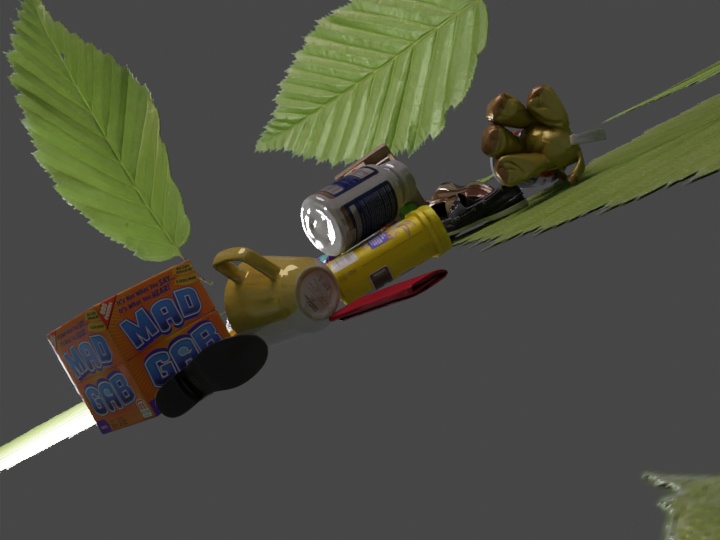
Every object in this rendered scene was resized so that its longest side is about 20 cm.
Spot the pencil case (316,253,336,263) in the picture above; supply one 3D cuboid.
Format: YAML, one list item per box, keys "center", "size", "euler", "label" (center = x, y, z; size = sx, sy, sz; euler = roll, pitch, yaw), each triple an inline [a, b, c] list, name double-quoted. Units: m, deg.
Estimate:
- center: [-0.113, 0.015, 1.712]
  size: [0.199, 0.086, 0.092]
  euler: [-26, -22, 35]
  label: "pencil case"

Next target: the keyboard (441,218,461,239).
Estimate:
- center: [0.158, -0.068, 1.440]
  size: [0.104, 0.040, 0.200]
  euler: [1, 18, 28]
  label: "keyboard"

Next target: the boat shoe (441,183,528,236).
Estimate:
- center: [0.199, -0.113, 1.312]
  size: [0.199, 0.066, 0.074]
  euler: [-20, 10, 29]
  label: "boat shoe"

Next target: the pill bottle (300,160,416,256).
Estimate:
- center: [0.002, -0.116, 1.256]
  size: [0.200, 0.111, 0.111]
  euler: [-34, 7, -34]
  label: "pill bottle"

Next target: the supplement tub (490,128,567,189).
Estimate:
- center: [0.342, -0.228, 1.451]
  size: [0.122, 0.123, 0.200]
  euler: [-28, 5, -3]
  label: "supplement tub"

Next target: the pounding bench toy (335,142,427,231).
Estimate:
- center: [0.065, -0.119, 1.449]
  size: [0.124, 0.200, 0.156]
  euler: [-34, 33, 5]
  label: "pounding bench toy"

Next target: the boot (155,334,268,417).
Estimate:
- center: [-0.206, 0.134, 1.077]
  size: [0.199, 0.069, 0.174]
  euler: [-30, 5, 13]
  label: "boot"

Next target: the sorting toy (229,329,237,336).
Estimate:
- center: [-0.188, 0.106, 1.400]
  size: [0.185, 0.037, 0.200]
  euler: [-33, 8, -22]
  label: "sorting toy"

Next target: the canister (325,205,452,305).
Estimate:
- center: [0.041, -0.023, 1.229]
  size: [0.199, 0.087, 0.149]
  euler: [-30, 4, -5]
  label: "canister"

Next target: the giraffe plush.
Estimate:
- center: [0.314, -0.223, 1.269]
  size: [0.199, 0.174, 0.162]
  euler: [8, 3, 9]
  label: "giraffe plush"

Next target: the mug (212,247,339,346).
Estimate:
- center: [-0.125, 0.042, 1.119]
  size: [0.186, 0.150, 0.153]
  euler: [1, -6, -40]
  label: "mug"

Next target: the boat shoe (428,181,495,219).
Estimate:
- center: [0.204, -0.125, 1.427]
  size: [0.074, 0.076, 0.200]
  euler: [-48, 23, -15]
  label: "boat shoe"

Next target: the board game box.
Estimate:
- center: [-0.372, 0.133, 1.253]
  size: [0.199, 0.201, 0.200]
  euler: [-23, 7, 43]
  label: "board game box"

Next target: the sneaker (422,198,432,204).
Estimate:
- center: [0.178, -0.132, 1.600]
  size: [0.199, 0.085, 0.075]
  euler: [-27, 5, 10]
  label: "sneaker"

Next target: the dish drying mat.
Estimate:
- center: [0.035, 0.038, 1.021]
  size: [0.077, 0.018, 0.200]
  euler: [-31, 4, -37]
  label: "dish drying mat"

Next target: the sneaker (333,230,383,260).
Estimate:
- center: [0.000, 0.000, 1.375]
  size: [0.080, 0.077, 0.200]
  euler: [19, -46, -35]
  label: "sneaker"

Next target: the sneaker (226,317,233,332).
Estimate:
- center: [-0.217, 0.065, 1.499]
  size: [0.090, 0.070, 0.201]
  euler: [-27, -28, -40]
  label: "sneaker"
